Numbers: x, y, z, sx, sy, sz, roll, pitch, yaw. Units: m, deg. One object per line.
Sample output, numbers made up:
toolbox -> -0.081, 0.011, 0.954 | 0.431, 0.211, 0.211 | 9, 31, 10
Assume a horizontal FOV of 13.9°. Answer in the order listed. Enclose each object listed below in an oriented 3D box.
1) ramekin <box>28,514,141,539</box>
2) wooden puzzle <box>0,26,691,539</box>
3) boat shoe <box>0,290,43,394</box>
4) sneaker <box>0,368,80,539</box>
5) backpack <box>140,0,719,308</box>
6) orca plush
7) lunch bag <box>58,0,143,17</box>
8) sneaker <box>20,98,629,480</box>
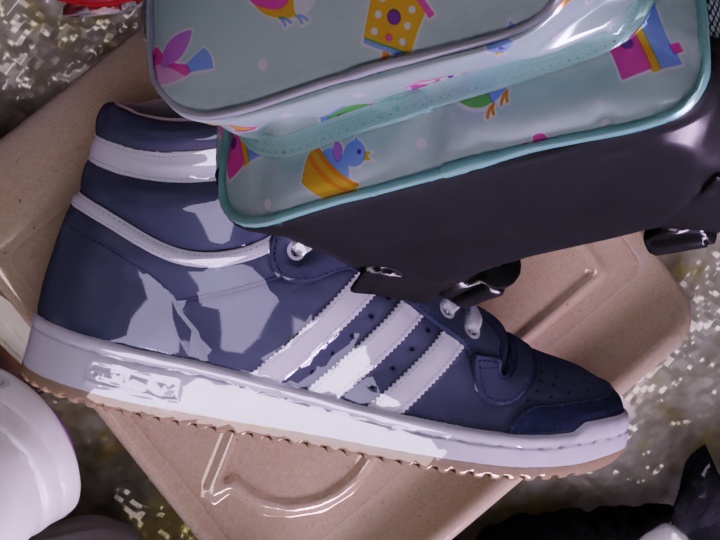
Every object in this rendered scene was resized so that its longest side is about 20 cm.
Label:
ramekin -> -0.094, 0.176, 1.010 | 0.094, 0.202, 0.203 | -21, 114, -6
wooden puzzle -> -0.012, -0.005, 0.988 | 0.185, 0.046, 0.200 | -39, 107, -8
boat shoe -> -0.164, -0.034, 0.976 | 0.075, 0.075, 0.203 | -24, 111, 31
sneaker -> -0.195, 0.058, 0.970 | 0.199, 0.100, 0.075 | 11, 127, 28
backpack -> 0.031, -0.112, 0.829 | 0.175, 0.201, 0.153 | -15, 152, 34
orca plush -> 0.032, 0.103, 1.048 | 0.199, 0.105, 0.071 | -27, 80, 8
lunch bag -> -0.087, -0.186, 0.909 | 0.175, 0.082, 0.201 | 20, 111, -16
sneaker -> 0.000, 0.000, 0.932 | 0.199, 0.070, 0.109 | 10, 97, -15
